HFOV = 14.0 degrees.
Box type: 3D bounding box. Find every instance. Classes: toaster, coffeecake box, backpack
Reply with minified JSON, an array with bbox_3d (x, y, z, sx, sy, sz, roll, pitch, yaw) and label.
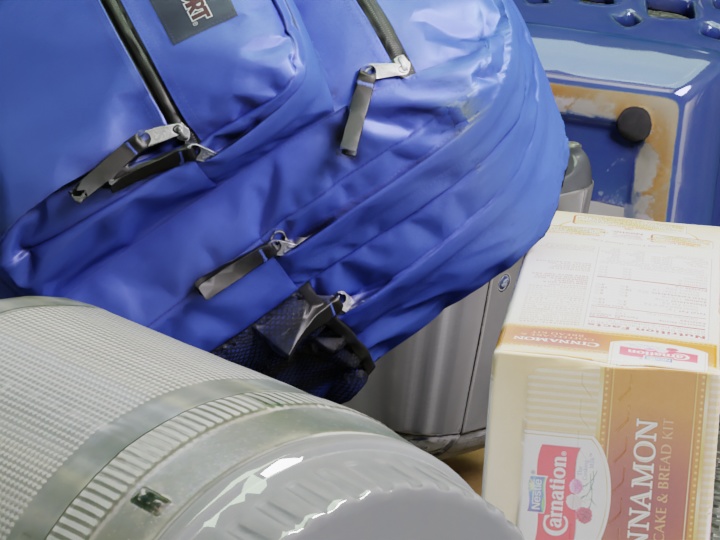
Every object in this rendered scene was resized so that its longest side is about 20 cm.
[{"bbox_3d":[0.000,0.000,1.224,0.200,0.130,0.114,15,17,37],"label":"toaster"},{"bbox_3d":[0.081,0.077,0.992,0.073,0.154,0.200,5,14,6],"label":"coffeecake box"},{"bbox_3d":[-0.036,-0.044,0.985,0.200,0.168,0.163,-29,61,0],"label":"backpack"}]

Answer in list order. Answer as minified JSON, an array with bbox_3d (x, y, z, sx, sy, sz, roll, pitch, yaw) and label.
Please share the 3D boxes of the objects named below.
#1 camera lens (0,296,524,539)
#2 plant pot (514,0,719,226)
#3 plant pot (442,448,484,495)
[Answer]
[{"bbox_3d":[-0.061,0.102,0.843,0.160,0.160,0.200,-8,18,-40],"label":"camera lens"},{"bbox_3d":[0.082,-0.042,1.376,0.199,0.201,0.180,9,17,7],"label":"plant pot"},{"bbox_3d":[0.001,0.079,1.232,0.199,0.028,0.200,3,13,-1],"label":"plant pot"}]
